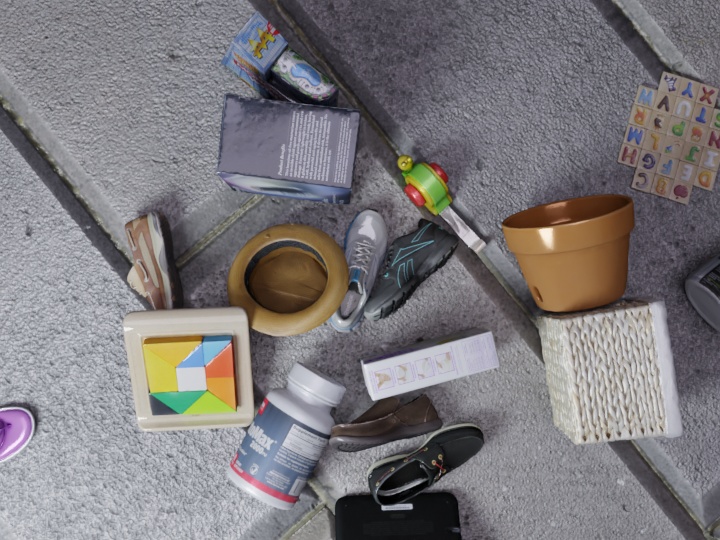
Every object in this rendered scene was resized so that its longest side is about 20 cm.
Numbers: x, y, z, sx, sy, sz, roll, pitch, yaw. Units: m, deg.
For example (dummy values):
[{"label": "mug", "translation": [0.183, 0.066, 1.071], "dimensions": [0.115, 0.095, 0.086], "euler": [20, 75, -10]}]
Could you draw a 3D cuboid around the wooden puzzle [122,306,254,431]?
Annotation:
[{"label": "wooden puzzle", "translation": [-0.256, 0.154, 1.297], "dimensions": [0.182, 0.037, 0.202], "euler": [-2, 114, -4]}]

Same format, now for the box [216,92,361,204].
[{"label": "box", "translation": [-0.104, -0.176, 1.300], "dimensions": [0.196, 0.200, 0.125], "euler": [7, 88, -1]}]

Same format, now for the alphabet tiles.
[{"label": "alphabet tiles", "translation": [0.519, -0.218, 1.420], "dimensions": [0.164, 0.006, 0.202], "euler": [17, 87, -2]}]

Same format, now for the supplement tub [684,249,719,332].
[{"label": "supplement tub", "translation": [0.625, 0.000, 1.358], "dimensions": [0.199, 0.123, 0.123], "euler": [-37, 89, -4]}]

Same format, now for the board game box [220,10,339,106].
[{"label": "board game box", "translation": [-0.128, -0.304, 1.303], "dimensions": [0.199, 0.200, 0.062], "euler": [38, 86, 0]}]

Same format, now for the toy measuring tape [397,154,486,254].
[{"label": "toy measuring tape", "translation": [0.131, -0.108, 1.370], "dimensions": [0.073, 0.074, 0.200], "euler": [-42, 89, -3]}]

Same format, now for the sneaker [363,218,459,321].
[{"label": "sneaker", "translation": [0.067, -0.001, 1.361], "dimensions": [0.079, 0.076, 0.200], "euler": [42, 68, 11]}]

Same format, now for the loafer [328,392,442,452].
[{"label": "loafer", "translation": [0.034, 0.232, 1.334], "dimensions": [0.198, 0.073, 0.072], "euler": [-4, 72, -35]}]

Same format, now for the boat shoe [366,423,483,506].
[{"label": "boat shoe", "translation": [0.107, 0.306, 1.348], "dimensions": [0.199, 0.063, 0.074], "euler": [-24, 113, -2]}]

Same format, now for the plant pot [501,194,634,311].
[{"label": "plant pot", "translation": [0.326, -0.024, 1.320], "dimensions": [0.198, 0.200, 0.142], "euler": [-13, 101, -3]}]

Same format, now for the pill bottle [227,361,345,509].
[{"label": "pill bottle", "translation": [-0.108, 0.249, 1.323], "dimensions": [0.119, 0.120, 0.202], "euler": [28, 86, -1]}]

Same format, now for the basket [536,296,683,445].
[{"label": "basket", "translation": [0.373, 0.151, 1.309], "dimensions": [0.159, 0.198, 0.203], "euler": [-10, 89, 2]}]

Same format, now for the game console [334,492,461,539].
[{"label": "game console", "translation": [0.059, 0.458, 1.371], "dimensions": [0.197, 0.117, 0.178], "euler": [-2, 58, -3]}]

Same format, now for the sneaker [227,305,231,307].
[{"label": "sneaker", "translation": [-0.244, 0.130, 1.354], "dimensions": [0.199, 0.076, 0.091], "euler": [-37, 99, 4]}]

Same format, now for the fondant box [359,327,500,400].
[{"label": "fondant box", "translation": [0.102, 0.140, 1.322], "dimensions": [0.198, 0.144, 0.059], "euler": [-16, 89, -3]}]

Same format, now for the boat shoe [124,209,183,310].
[{"label": "boat shoe", "translation": [-0.326, 0.009, 1.352], "dimensions": [0.071, 0.076, 0.203], "euler": [-12, 79, 1]}]

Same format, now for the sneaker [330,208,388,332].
[{"label": "sneaker", "translation": [0.000, 0.000, 1.354], "dimensions": [0.074, 0.087, 0.203], "euler": [13, 86, 0]}]

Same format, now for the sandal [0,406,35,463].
[{"label": "sandal", "translation": [-0.605, 0.272, 1.337], "dimensions": [0.200, 0.050, 0.083], "euler": [-19, 89, -3]}]

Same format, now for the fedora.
[{"label": "fedora", "translation": [-0.106, 0.024, 1.335], "dimensions": [0.198, 0.082, 0.203], "euler": [-6, 63, 12]}]
